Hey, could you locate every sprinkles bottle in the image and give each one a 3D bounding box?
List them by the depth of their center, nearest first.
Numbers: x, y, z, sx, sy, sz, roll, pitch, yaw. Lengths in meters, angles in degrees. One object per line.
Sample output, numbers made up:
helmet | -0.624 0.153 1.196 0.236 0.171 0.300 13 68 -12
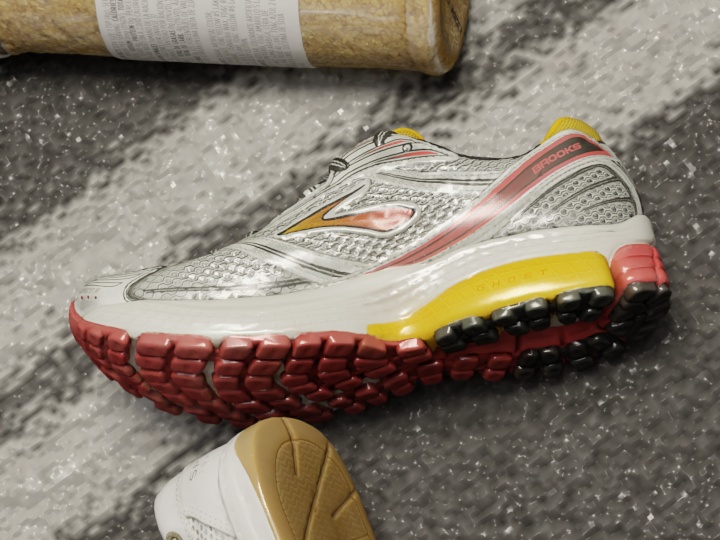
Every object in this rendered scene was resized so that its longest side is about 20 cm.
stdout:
sprinkles bottle | -0.062 -0.108 0.852 0.199 0.068 0.068 4 73 14

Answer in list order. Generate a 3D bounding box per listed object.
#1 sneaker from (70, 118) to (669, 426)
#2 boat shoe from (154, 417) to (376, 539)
sneaker | 0.000 0.000 0.797 0.199 0.078 0.082 -10 65 -1
boat shoe | -0.014 0.152 0.761 0.069 0.071 0.200 -28 74 31
